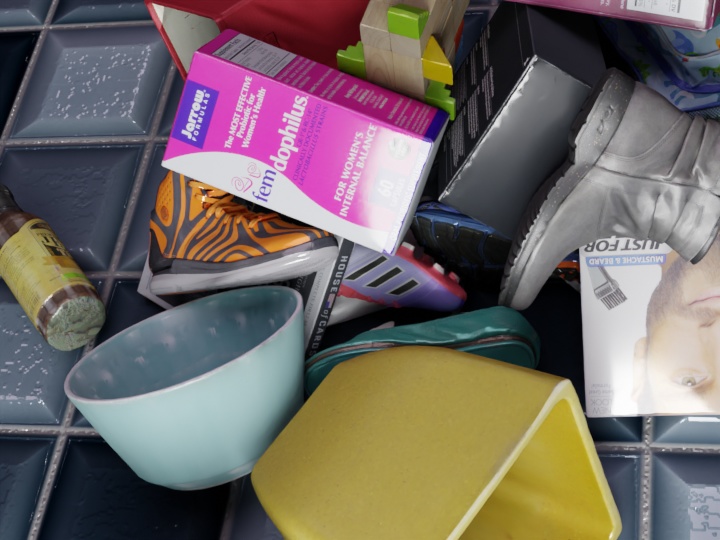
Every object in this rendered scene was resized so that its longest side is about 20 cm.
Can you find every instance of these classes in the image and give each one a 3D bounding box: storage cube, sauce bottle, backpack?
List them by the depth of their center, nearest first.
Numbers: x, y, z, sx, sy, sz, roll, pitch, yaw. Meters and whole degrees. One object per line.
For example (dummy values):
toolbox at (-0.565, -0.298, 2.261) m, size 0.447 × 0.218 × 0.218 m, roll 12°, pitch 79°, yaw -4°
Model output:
backpack at (0.308, -0.178, 1.216) m, size 0.198 × 0.148 × 0.184 m, roll -8°, pitch 45°, yaw -16°
storage cube at (-0.059, -0.207, 1.295) m, size 0.179 × 0.172 × 0.200 m, roll -35°, pitch 29°, yaw -17°
sauce bottle at (-0.304, -0.011, 1.313) m, size 0.064 × 0.065 × 0.200 m, roll -34°, pitch 55°, yaw -12°

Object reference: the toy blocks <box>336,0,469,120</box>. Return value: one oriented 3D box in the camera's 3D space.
toy blocks at (0.052, -0.206, 1.179) m, size 0.099 × 0.200 × 0.138 m, roll 16°, pitch 66°, yaw 13°

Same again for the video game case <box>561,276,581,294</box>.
video game case at (0.248, -0.043, 1.226) m, size 0.181 × 0.023 × 0.200 m, roll -37°, pitch 53°, yaw -14°

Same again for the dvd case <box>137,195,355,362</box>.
dvd case at (-0.101, -0.010, 1.226) m, size 0.199 × 0.025 × 0.151 m, roll 28°, pitch 105°, yaw 33°

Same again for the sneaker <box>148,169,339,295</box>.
sneaker at (-0.107, -0.044, 1.168) m, size 0.199 × 0.077 × 0.113 m, roll -7°, pitch 87°, yaw 35°

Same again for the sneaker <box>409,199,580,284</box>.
sneaker at (0.138, -0.037, 1.201) m, size 0.198 × 0.076 × 0.079 m, roll 6°, pitch 51°, yaw 14°

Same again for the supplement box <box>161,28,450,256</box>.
supplement box at (-0.042, -0.104, 1.133) m, size 0.198 × 0.102 × 0.103 m, roll 21°, pitch 22°, yaw 4°

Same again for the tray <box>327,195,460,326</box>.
tray at (-0.019, -0.004, 1.264) m, size 0.198 × 0.022 × 0.108 m, roll -18°, pitch 50°, yaw 0°

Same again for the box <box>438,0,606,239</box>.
box at (0.129, -0.139, 1.157) m, size 0.078 × 0.142 × 0.201 m, roll 25°, pitch 29°, yaw -11°

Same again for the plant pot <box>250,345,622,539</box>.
plant pot at (0.039, 0.169, 1.018) m, size 0.199 × 0.195 × 0.196 m, roll 23°, pitch 62°, yaw 38°

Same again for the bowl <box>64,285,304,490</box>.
bowl at (-0.124, 0.101, 1.129) m, size 0.199 × 0.106 × 0.201 m, roll -17°, pitch 16°, yaw 5°

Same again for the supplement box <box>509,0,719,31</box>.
supplement box at (0.199, -0.271, 1.125) m, size 0.198 × 0.104 × 0.131 m, roll 13°, pitch 32°, yaw 21°

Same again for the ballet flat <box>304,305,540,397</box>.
ballet flat at (0.049, 0.070, 1.173) m, size 0.198 × 0.068 × 0.071 m, roll -9°, pitch 28°, yaw 8°

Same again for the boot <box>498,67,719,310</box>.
boot at (0.193, -0.034, 1.037) m, size 0.131 × 0.201 × 0.070 m, roll 27°, pitch 21°, yaw -3°

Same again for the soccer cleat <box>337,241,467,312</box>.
soccer cleat at (0.000, 0.000, 1.210) m, size 0.199 × 0.067 × 0.077 m, roll 28°, pitch 91°, yaw 26°

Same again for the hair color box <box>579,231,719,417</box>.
hair color box at (0.224, 0.009, 1.096) m, size 0.108 × 0.065 × 0.202 m, roll -3°, pitch 94°, yaw 12°

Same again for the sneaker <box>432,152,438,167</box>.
sneaker at (0.047, -0.137, 1.316) m, size 0.199 × 0.072 × 0.083 m, roll -30°, pitch 49°, yaw -10°
